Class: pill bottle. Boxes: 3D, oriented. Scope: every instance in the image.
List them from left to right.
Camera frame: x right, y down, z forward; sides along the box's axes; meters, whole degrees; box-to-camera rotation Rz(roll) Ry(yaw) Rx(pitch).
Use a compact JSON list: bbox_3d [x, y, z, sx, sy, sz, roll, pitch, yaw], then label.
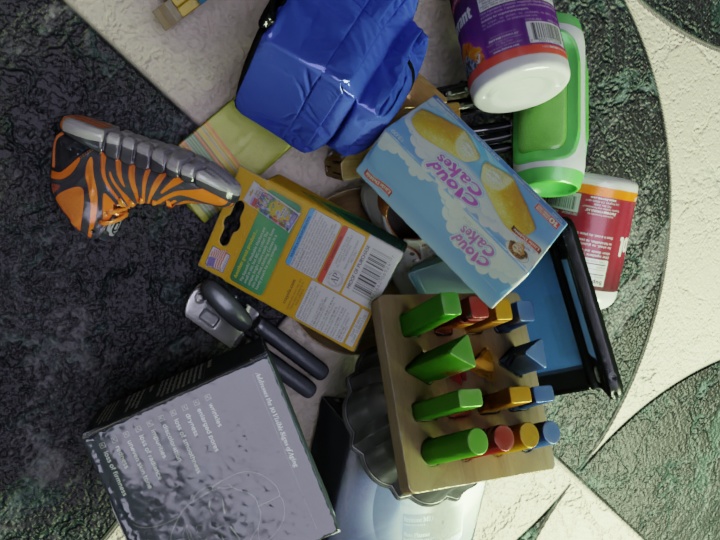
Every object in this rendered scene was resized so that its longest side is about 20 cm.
[{"bbox_3d":[0.157,-0.289,0.907,0.110,0.111,0.203,-5,75,-19],"label":"pill bottle"},{"bbox_3d":[0.277,-0.022,1.036,0.111,0.113,0.204,6,100,-21],"label":"pill bottle"}]

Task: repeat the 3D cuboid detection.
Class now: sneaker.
[{"bbox_3d":[-0.226,-0.078,0.849,0.197,0.078,0.114,20,103,3],"label":"sneaker"},{"bbox_3d":[0.069,-0.016,0.946,0.073,0.085,0.201,-38,114,-10],"label":"sneaker"}]

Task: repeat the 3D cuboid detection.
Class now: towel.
[{"bbox_3d":[-0.127,-0.149,0.912,0.200,0.018,0.086,-42,115,-8],"label":"towel"}]

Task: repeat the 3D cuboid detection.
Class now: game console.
[{"bbox_3d":[0.214,0.054,0.952,0.115,0.176,0.203,-17,87,9],"label":"game console"}]

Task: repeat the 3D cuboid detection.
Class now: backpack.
[{"bbox_3d":[-0.019,-0.234,0.842,0.167,0.162,0.202,32,64,-15],"label":"backpack"}]

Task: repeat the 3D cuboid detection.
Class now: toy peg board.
[{"bbox_3d":[0.131,0.112,0.849,0.196,0.098,0.203,0,73,-31],"label":"toy peg board"}]

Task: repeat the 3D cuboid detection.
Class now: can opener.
[{"bbox_3d":[-0.117,0.082,0.939,0.199,0.066,0.053,41,85,-27],"label":"can opener"}]

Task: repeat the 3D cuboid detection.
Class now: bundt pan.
[{"bbox_3d":[0.083,0.154,0.920,0.199,0.076,0.205,12,59,-21],"label":"bundt pan"}]

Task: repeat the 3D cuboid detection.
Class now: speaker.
[{"bbox_3d":[0.223,-0.194,0.968,0.087,0.088,0.204,6,80,-21],"label":"speaker"}]

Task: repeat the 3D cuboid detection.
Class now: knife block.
[{"bbox_3d":[0.079,-0.147,0.961,0.175,0.064,0.201,37,86,-22],"label":"knife block"}]

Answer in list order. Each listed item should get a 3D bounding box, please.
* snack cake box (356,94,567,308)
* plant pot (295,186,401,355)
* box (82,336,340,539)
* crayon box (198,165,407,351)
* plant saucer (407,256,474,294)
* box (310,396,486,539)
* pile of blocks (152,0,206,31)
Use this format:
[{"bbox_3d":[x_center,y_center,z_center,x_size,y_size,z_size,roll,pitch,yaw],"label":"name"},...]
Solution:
[{"bbox_3d":[0.106,-0.075,0.847,0.200,0.067,0.115,45,42,4],"label":"snack cake box"},{"bbox_3d":[0.000,0.000,0.983,0.197,0.027,0.204,-5,103,-20],"label":"plant pot"},{"bbox_3d":[-0.150,0.205,0.850,0.194,0.124,0.203,-22,97,-6],"label":"box"},{"bbox_3d":[-0.063,-0.017,0.901,0.198,0.052,0.127,28,106,2],"label":"crayon box"},{"bbox_3d":[0.120,0.049,0.972,0.069,0.019,0.201,-20,134,12],"label":"plant saucer"},{"bbox_3d":[0.037,0.277,1.003,0.197,0.123,0.202,10,96,-22],"label":"box"},{"bbox_3d":[-0.138,-0.330,0.833,0.199,0.082,0.062,-41,112,-8],"label":"pile of blocks"}]
